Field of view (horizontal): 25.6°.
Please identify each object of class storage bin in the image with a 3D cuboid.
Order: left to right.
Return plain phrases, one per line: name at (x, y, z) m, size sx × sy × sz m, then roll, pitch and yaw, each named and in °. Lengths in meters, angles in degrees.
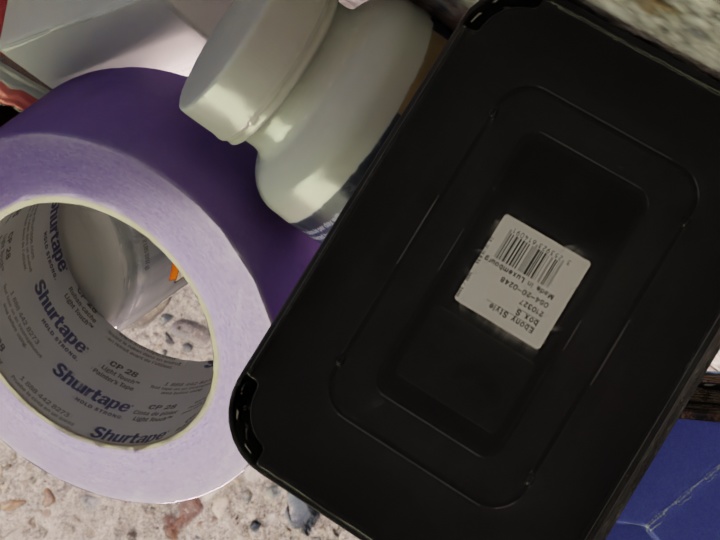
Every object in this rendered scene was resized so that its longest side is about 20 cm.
storage bin at (0.060, 0.016, 0.590) m, size 0.135 × 0.201 × 0.094 m, roll 31°, pitch 177°, yaw 15°

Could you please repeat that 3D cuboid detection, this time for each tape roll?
tape roll at (-0.113, 0.008, 0.778) m, size 0.199 × 0.201 × 0.085 m, roll 32°, pitch -145°, yaw 4°

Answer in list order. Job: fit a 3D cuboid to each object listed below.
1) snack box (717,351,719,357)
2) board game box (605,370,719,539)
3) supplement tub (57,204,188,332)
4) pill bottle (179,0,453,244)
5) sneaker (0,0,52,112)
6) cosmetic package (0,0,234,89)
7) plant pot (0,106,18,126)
snack box at (0.232, 0.044, 0.765) m, size 0.116 × 0.037 × 0.200 m, roll 33°, pitch 176°, yaw -19°
board game box at (0.106, 0.098, 0.726) m, size 0.158 × 0.098 × 0.200 m, roll 4°, pitch -178°, yaw 13°
supplement tub at (-0.134, -0.044, 0.940) m, size 0.122 × 0.123 × 0.200 m, roll 31°, pitch -148°, yaw 12°
pill bottle at (0.024, -0.051, 0.709) m, size 0.199 × 0.111 × 0.111 m, roll 33°, pitch 176°, yaw -18°
sneaker at (-0.180, -0.130, 0.821) m, size 0.199 × 0.087 × 0.074 m, roll 14°, pitch -167°, yaw -46°
cosmetic package at (-0.081, -0.106, 0.833) m, size 0.101 × 0.072 × 0.200 m, roll -14°, pitch 149°, yaw 29°
plant pot at (-0.246, -0.177, 0.972) m, size 0.200 × 0.187 × 0.187 m, roll 47°, pitch -178°, yaw 23°
